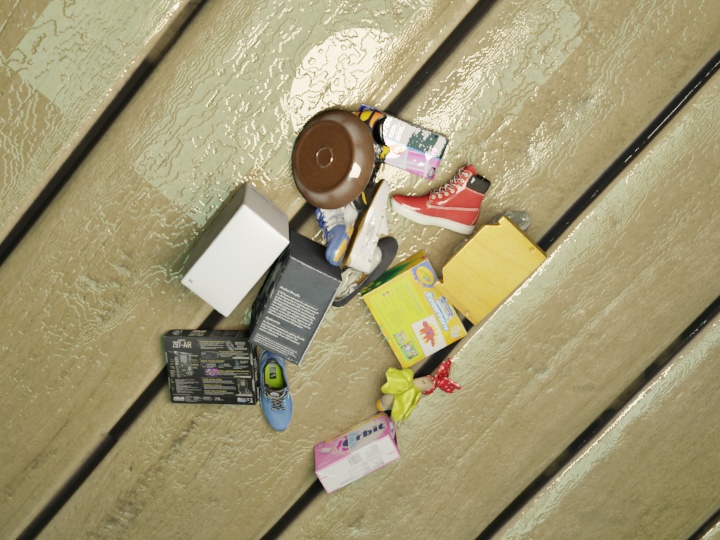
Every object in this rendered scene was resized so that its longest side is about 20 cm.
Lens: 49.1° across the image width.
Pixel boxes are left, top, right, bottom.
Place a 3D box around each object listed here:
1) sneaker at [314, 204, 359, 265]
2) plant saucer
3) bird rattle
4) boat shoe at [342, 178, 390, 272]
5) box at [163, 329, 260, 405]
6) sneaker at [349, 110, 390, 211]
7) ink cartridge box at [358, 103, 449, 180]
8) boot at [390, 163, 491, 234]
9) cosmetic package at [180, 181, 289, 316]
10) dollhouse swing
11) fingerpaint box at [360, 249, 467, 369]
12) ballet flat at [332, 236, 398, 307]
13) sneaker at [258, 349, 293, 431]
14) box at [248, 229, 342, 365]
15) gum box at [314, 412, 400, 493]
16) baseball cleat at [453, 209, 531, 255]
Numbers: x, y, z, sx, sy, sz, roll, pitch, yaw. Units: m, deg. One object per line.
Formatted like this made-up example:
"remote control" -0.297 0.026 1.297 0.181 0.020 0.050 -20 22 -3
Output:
"sneaker" -0.058 -0.087 1.612 0.087 0.201 0.076 20 128 -5
"plant saucer" -0.065 -0.225 1.579 0.197 0.036 0.204 -1 87 30
"bird rattle" 0.118 0.262 1.770 0.163 0.198 0.114 -40 73 45
"boat shoe" 0.028 -0.092 1.653 0.069 0.071 0.203 24 80 -14
"box" -0.325 0.213 1.732 0.196 0.044 0.163 0 108 7
"sneaker" 0.018 -0.221 1.591 0.089 0.070 0.204 1 94 28
"ink cartridge box" 0.078 -0.266 1.644 0.197 0.037 0.096 19 106 -9
"boot" 0.169 -0.167 1.653 0.197 0.073 0.146 10 117 -16
"cosmetic package" -0.248 -0.047 1.595 0.122 0.200 0.200 39 101 -15
"dollhouse swing" 0.269 -0.018 1.661 0.181 0.176 0.200 41 106 -14
"fingerpaint box" 0.117 0.086 1.738 0.165 0.073 0.202 -29 108 5
"ballet flat" 0.000 0.000 1.691 0.200 0.073 0.073 -44 106 6
"sneaker" -0.194 0.271 1.759 0.077 0.089 0.203 -8 108 -2
"box" -0.136 0.051 1.629 0.123 0.200 0.198 27 103 -13
"gum box" -0.005 0.412 1.808 0.198 0.114 0.067 -27 109 4
"baseball cleat" 0.282 -0.057 1.719 0.198 0.070 0.107 -26 146 -13
